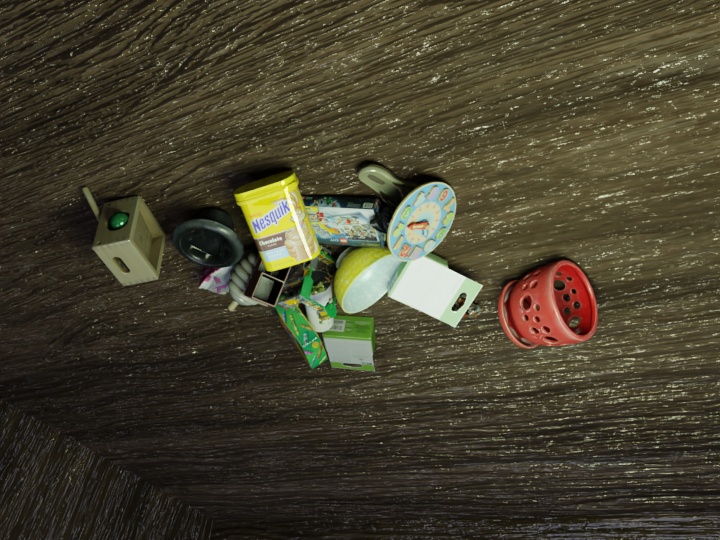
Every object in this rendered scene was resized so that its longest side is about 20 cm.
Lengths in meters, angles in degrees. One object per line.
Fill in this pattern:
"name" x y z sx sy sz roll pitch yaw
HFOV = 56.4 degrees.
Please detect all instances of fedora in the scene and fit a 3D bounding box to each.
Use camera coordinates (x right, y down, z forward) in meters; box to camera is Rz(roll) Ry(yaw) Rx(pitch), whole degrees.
"fedora" -0.379 -0.092 1.709 0.199 0.092 0.201 8 146 6

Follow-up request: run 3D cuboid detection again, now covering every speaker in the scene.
"speaker" -0.117 0.088 1.890 0.081 0.082 0.200 7 144 5

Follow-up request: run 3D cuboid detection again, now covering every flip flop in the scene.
"flip flop" 0.081 -0.174 1.512 0.199 0.058 0.081 26 141 -25

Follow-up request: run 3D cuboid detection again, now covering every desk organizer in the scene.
"desk organizer" -0.215 -0.013 1.670 0.071 0.201 0.077 24 172 -23

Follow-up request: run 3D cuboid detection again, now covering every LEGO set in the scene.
"LEGO set" -0.132 0.038 1.745 0.153 0.201 0.116 23 152 -38

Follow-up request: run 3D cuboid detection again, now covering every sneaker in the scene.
"sneaker" -0.374 0.007 1.857 0.088 0.082 0.200 25 149 -20

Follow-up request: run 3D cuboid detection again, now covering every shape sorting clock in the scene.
"shape sorting clock" 0.141 -0.107 1.508 0.199 0.039 0.201 -25 138 -24

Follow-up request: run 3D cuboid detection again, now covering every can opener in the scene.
"can opener" 0.116 -0.104 1.573 0.199 0.064 0.078 13 -179 -39

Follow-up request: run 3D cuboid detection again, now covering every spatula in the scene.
"spatula" 0.075 -0.110 1.631 0.056 0.021 0.200 -11 138 25

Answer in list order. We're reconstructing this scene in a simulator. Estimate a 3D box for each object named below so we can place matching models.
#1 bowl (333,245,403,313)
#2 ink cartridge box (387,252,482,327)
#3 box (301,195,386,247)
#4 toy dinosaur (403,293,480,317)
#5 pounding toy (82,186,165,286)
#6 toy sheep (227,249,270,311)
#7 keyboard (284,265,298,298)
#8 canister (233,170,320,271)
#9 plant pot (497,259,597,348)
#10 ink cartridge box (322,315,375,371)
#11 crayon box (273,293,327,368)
"bowl" 0.000 0.000 1.703 0.108 0.200 0.201 47 152 24
"ink cartridge box" 0.187 0.041 1.708 0.199 0.048 0.146 24 117 -11
"box" -0.046 -0.118 1.620 0.199 0.038 0.137 5 144 18
"toy dinosaur" 0.224 0.101 1.820 0.199 0.103 0.136 -16 158 0
"pounding toy" -0.611 -0.095 1.710 0.141 0.185 0.200 -11 140 8
"toy sheep" -0.280 0.028 1.760 0.138 0.201 0.138 34 -177 -2
"keyboard" -0.218 0.028 1.864 0.127 0.021 0.200 35 139 -8
"canister" -0.189 -0.112 1.558 0.148 0.087 0.201 -17 111 7
"plant pot" 0.458 0.092 1.663 0.200 0.201 0.182 33 146 -27
"ink cartridge box" -0.028 0.225 2.053 0.147 0.076 0.200 3 144 9
"crayon box" -0.176 0.171 1.928 0.058 0.200 0.119 -31 142 -12
